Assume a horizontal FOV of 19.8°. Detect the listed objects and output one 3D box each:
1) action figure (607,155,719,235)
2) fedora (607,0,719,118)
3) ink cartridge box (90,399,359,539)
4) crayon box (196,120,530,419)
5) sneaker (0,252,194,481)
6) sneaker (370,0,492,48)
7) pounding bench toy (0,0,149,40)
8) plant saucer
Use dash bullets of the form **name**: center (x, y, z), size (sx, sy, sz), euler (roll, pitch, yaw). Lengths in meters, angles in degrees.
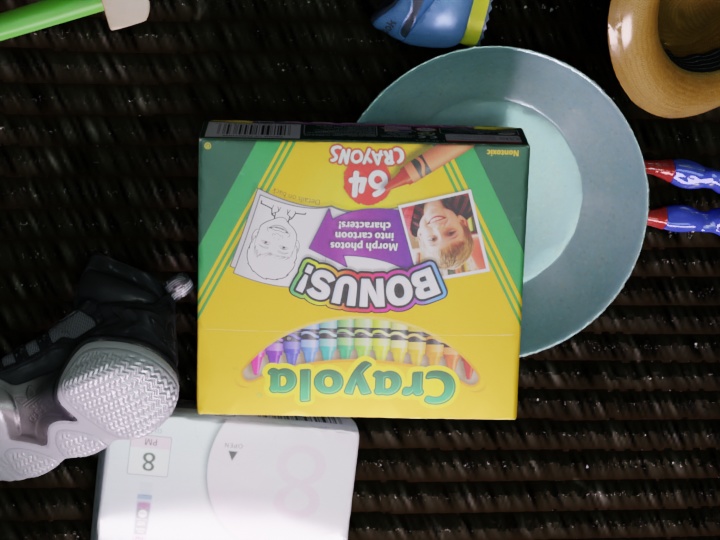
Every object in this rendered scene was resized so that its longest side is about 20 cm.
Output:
- **action figure**: center (0.258, -0.041, 1.341), size (0.198, 0.052, 0.066), euler (4, 98, -13)
- **fedora**: center (0.205, -0.190, 1.260), size (0.200, 0.082, 0.202), euler (-26, 134, -31)
- **ink cartridge box**: center (-0.093, 0.186, 1.329), size (0.161, 0.057, 0.202), euler (5, 97, -11)
- **crayon box**: center (0.000, 0.000, 1.264), size (0.198, 0.058, 0.174), euler (1, 105, -1)
- **sneaker**: center (-0.184, 0.058, 1.272), size (0.199, 0.114, 0.076), euler (-16, 128, 29)
- **sneaker**: center (0.051, -0.236, 1.252), size (0.078, 0.066, 0.202), euler (9, 101, -8)
- **pounding bench toy**: center (-0.236, -0.176, 1.175), size (0.156, 0.124, 0.200), euler (-41, 106, 9)
- **plant saucer**: center (0.081, -0.044, 1.305), size (0.199, 0.039, 0.203), euler (0, 104, -2)
